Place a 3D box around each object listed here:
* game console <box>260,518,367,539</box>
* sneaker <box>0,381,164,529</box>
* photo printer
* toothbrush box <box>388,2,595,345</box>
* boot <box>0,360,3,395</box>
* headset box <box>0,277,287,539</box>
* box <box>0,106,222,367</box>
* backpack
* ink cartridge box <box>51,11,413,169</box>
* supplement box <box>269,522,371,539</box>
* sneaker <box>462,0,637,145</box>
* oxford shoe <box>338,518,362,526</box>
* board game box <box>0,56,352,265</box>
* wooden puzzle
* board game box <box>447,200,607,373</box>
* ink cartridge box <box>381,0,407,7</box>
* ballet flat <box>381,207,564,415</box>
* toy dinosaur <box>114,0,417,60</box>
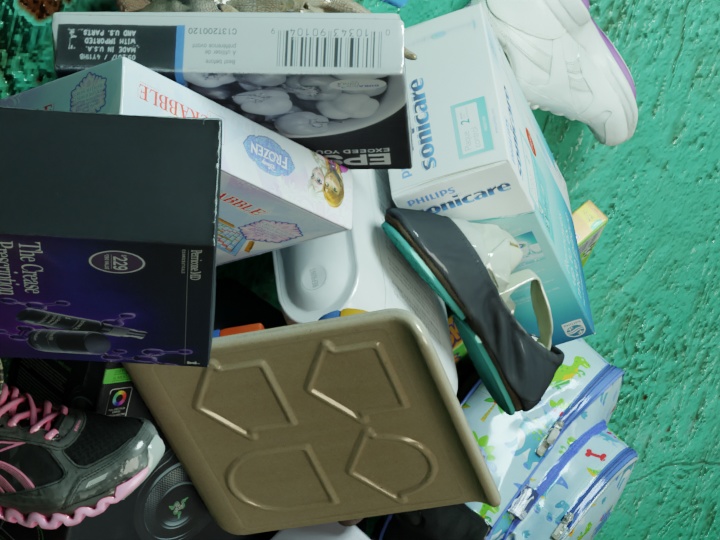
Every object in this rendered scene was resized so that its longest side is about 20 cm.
[{"bbox_3d":[-0.068,0.233,1.797,0.176,0.031,0.201,-19,127,-42],"label":"game console"},{"bbox_3d":[-0.216,0.098,1.462,0.079,0.199,0.096,-61,142,-57],"label":"sneaker"},{"bbox_3d":[0.000,0.000,1.586,0.069,0.201,0.166,-21,142,17],"label":"photo printer"},{"bbox_3d":[0.083,-0.056,1.649,0.085,0.147,0.200,-18,138,13],"label":"toothbrush box"},{"bbox_3d":[-0.302,0.085,1.375,0.204,0.154,0.073,-51,138,-5],"label":"boot"},{"bbox_3d":[-0.139,0.105,1.593,0.174,0.093,0.201,-4,117,-43],"label":"headset box"},{"bbox_3d":[-0.148,-0.015,1.348,0.140,0.079,0.200,1,159,-4],"label":"box"},{"bbox_3d":[0.120,0.145,1.807,0.200,0.147,0.183,-53,170,-18],"label":"backpack"},{"bbox_3d":[-0.068,-0.092,1.427,0.200,0.197,0.044,79,12,-71],"label":"ink cartridge box"},{"bbox_3d":[-0.047,0.245,1.699,0.109,0.061,0.200,-43,163,-21],"label":"supplement box"},{"bbox_3d":[0.130,-0.146,1.726,0.099,0.075,0.200,-36,137,3],"label":"sneaker"},{"bbox_3d":[-0.002,0.098,1.679,0.200,0.071,0.073,-64,141,-56],"label":"oxford shoe"},{"bbox_3d":[-0.142,-0.049,1.422,0.200,0.199,0.041,25,60,-48],"label":"board game box"},{"bbox_3d":[-0.028,0.088,1.504,0.186,0.199,0.046,65,26,-44],"label":"wooden puzzle"},{"bbox_3d":[0.097,0.032,1.793,0.200,0.030,0.096,-42,168,-20],"label":"board game box"},{"bbox_3d":[-0.022,-0.268,1.476,0.200,0.086,0.147,24,97,-50],"label":"ink cartridge box"},{"bbox_3d":[0.080,0.012,1.572,0.073,0.073,0.200,-45,132,-13],"label":"ballet flat"},{"bbox_3d":[-0.070,-0.154,1.453,0.199,0.136,0.086,5,74,-11],"label":"toy dinosaur"}]
